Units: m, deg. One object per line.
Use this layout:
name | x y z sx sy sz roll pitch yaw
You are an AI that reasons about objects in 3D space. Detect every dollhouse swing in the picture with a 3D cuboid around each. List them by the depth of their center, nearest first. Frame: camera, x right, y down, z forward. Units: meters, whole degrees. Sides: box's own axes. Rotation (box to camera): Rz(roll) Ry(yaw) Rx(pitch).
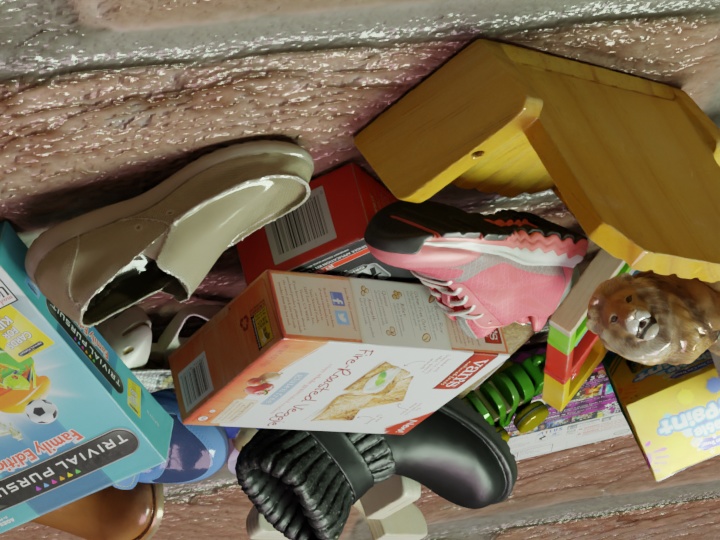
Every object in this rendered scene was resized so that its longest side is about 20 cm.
dollhouse swing | 0.138 -0.036 1.464 0.199 0.177 0.182 8 147 -42

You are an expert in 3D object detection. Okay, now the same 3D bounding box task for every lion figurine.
lion figurine | 0.252 -0.004 1.550 0.200 0.122 0.073 -51 167 -19

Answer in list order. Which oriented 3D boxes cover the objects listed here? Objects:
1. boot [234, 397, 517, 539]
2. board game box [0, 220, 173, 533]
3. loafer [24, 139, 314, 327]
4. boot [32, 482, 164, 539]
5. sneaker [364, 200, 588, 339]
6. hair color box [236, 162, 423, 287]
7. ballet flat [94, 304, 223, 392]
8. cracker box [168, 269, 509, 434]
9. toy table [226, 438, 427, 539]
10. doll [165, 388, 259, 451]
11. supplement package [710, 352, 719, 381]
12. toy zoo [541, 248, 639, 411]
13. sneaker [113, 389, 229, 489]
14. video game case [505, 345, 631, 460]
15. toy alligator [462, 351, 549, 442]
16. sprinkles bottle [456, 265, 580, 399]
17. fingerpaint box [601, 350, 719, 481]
boot | 0.012 0.156 1.719 0.211 0.158 0.079 36 141 -12
board game box | -0.245 0.078 1.530 0.150 0.047 0.200 -24 123 20
loafer | -0.116 -0.019 1.463 0.199 0.068 0.076 -25 156 -4
boot | -0.258 0.159 1.709 0.200 0.077 0.155 16 -178 44
sneaker | 0.078 0.006 1.524 0.200 0.074 0.087 5 105 -46
hair color box | 0.000 0.000 1.598 0.101 0.061 0.200 -24 154 18
ballet flat | -0.148 0.055 1.645 0.199 0.072 0.072 -2 152 -26
cracker box | -0.014 0.060 1.575 0.199 0.058 0.134 5 149 -37
toy table | -0.027 0.166 1.863 0.183 0.118 0.200 0 153 -32
doll | -0.157 0.109 1.752 0.199 0.049 0.136 7 159 -35
supplement package | 0.304 0.017 1.637 0.117 0.201 0.117 -16 156 2
toy zoo | 0.184 0.030 1.716 0.131 0.020 0.200 -52 164 -18
sneaker | -0.196 0.126 1.645 0.199 0.082 0.074 11 117 -4
video game case | 0.207 0.103 1.960 0.199 0.036 0.181 -13 155 -4
toy alligator | 0.132 0.093 1.836 0.200 0.059 0.054 -32 160 -13
sprinkles bottle | 0.090 0.044 1.734 0.068 0.069 0.200 1 151 -30
fingerpaint box | 0.297 0.070 1.775 0.199 0.074 0.167 -23 -164 4
